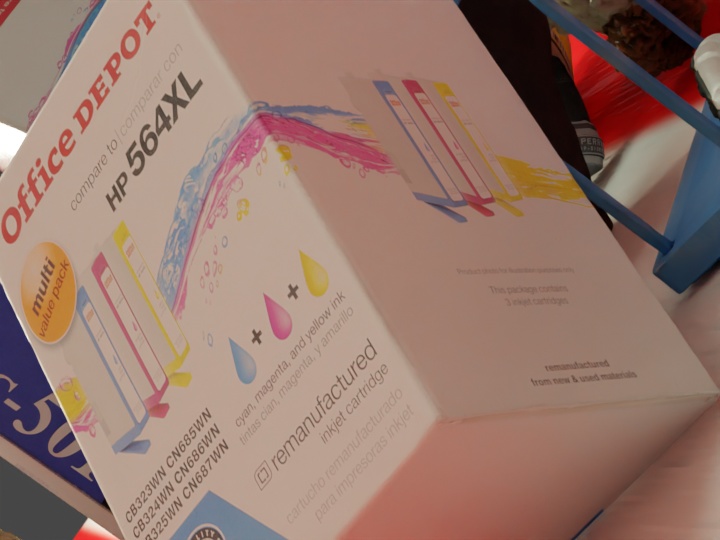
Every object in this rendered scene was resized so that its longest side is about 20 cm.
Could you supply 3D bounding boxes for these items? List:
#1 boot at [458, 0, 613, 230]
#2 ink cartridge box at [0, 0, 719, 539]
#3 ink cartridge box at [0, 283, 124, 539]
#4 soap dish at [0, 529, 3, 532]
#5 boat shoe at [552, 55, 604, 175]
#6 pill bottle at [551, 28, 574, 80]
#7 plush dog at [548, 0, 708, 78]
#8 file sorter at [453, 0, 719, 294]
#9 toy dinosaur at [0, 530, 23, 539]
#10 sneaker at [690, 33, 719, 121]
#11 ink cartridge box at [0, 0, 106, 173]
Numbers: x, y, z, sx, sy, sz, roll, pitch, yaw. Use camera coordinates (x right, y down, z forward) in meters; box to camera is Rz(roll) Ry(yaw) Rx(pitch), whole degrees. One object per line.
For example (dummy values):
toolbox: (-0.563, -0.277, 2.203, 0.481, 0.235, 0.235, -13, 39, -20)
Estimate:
boot: (0.039, -0.068, 0.727, 0.072, 0.168, 0.200, -25, 3, 22)
ink cartridge box: (-0.017, 0.001, 0.591, 0.125, 0.201, 0.129, -1, -40, -46)
ink cartridge box: (-0.079, 0.068, 0.817, 0.094, 0.199, 0.044, -57, 7, -20)
soap dish: (-0.194, 0.216, 0.966, 0.081, 0.200, 0.158, -21, 28, 45)
boat shoe: (0.021, -0.048, 0.933, 0.199, 0.067, 0.070, -23, -13, 33)
pill bottle: (0.062, -0.108, 1.068, 0.112, 0.111, 0.200, -52, 7, 17)
plush dog: (0.082, -0.169, 0.876, 0.160, 0.201, 0.172, -30, 20, -15)
file sorter: (0.130, -0.124, 0.634, 0.200, 0.122, 0.139, -50, 8, 40)
toy dinosaur: (-0.155, 0.158, 0.912, 0.086, 0.199, 0.136, -54, 2, 40)
sneaker: (0.133, -0.031, 0.460, 0.080, 0.074, 0.200, -38, 15, 13)
ink cartridge box: (-0.076, -0.048, 0.804, 0.199, 0.146, 0.083, 24, 72, 48)
